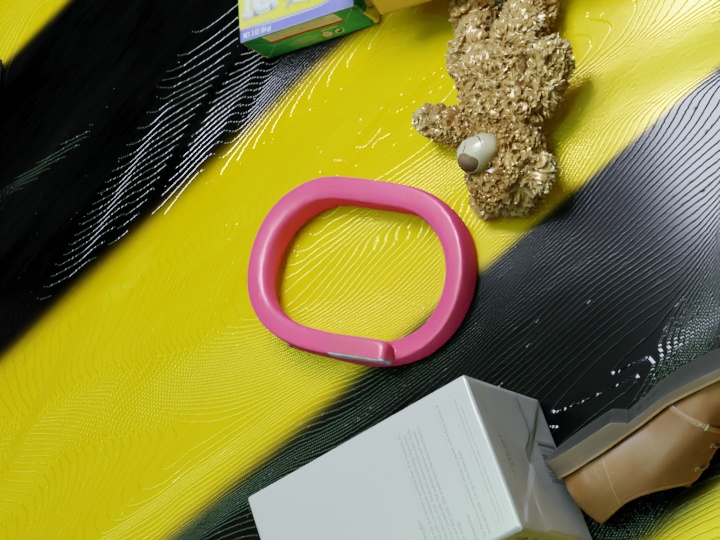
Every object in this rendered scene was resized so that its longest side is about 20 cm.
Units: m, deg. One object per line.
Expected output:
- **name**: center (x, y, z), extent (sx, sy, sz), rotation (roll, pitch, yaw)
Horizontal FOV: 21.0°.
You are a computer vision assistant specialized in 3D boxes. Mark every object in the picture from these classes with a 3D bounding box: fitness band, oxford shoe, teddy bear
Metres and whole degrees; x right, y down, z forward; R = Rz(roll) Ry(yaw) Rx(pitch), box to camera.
- **fitness band**: center (0.000, 0.000, 1.528), extent (0.199, 0.037, 0.145), rotation (10, 80, 33)
- **oxford shoe**: center (0.228, 0.106, 1.343), extent (0.200, 0.071, 0.071), rotation (-35, 89, 20)
- **teddy bear**: center (0.102, -0.141, 1.478), extent (0.144, 0.067, 0.201), rotation (10, 82, 36)

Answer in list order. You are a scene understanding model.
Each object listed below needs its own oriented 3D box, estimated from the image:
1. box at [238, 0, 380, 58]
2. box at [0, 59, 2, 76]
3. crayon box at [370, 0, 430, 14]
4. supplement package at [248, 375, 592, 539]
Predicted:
- **box**: center (-0.048, -0.291, 1.629), extent (0.117, 0.048, 0.201), rotation (-14, 68, 29)
- **box**: center (-0.446, -0.104, 1.792), extent (0.199, 0.117, 0.198), rotation (-8, 73, 32)
- **crayon box**: center (0.072, -0.276, 1.517), extent (0.199, 0.052, 0.126), rotation (-12, 47, 30)
- **supplement package**: center (0.042, 0.180, 1.398), extent (0.199, 0.120, 0.122), rotation (-30, 64, 23)
